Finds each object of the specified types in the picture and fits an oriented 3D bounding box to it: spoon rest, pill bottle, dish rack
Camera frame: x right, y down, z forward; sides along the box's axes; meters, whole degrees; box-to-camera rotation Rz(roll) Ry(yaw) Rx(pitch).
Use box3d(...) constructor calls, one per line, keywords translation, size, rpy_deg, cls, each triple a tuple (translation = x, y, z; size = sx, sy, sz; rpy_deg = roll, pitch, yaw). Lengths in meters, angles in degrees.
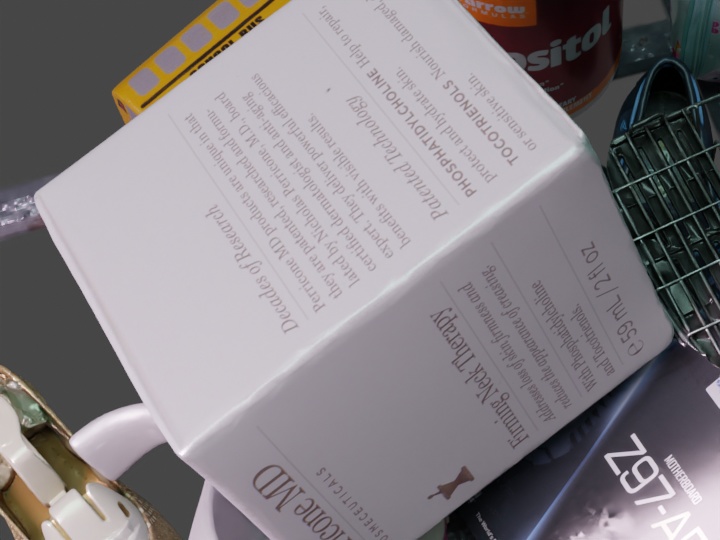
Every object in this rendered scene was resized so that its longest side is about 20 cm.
box3d(translation=(-0.064, 0.122, 0.802), size=(0.061, 0.099, 0.200), rpy_deg=(-44, 47, -4), cls="spoon rest")
box3d(translation=(0.084, -0.169, 0.925), size=(0.112, 0.200, 0.114), rpy_deg=(-3, 63, 6), cls="pill bottle")
box3d(translation=(0.221, -0.032, 0.820), size=(0.198, 0.055, 0.154), rpy_deg=(-23, 60, -2), cls="dish rack")

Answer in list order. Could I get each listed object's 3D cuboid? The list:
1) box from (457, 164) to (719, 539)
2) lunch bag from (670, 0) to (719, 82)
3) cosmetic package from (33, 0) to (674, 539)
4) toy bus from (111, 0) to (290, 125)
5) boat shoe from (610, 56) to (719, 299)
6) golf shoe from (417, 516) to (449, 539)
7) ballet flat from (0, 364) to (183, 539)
box3d(translation=(0.115, 0.074, 0.851), size=(0.160, 0.043, 0.201), rpy_deg=(-41, 65, 18), cls="box")
box3d(translation=(0.212, -0.216, 0.954), size=(0.076, 0.161, 0.202), rpy_deg=(3, 65, 8), cls="lunch bag")
box3d(translation=(0.000, 0.000, 0.773), size=(0.199, 0.168, 0.167), rpy_deg=(-37, 52, 0), cls="cosmetic package")
box3d(translation=(-0.040, -0.131, 1.000), size=(0.200, 0.065, 0.078), rpy_deg=(-42, 64, -13), cls="toy bus")
box3d(translation=(0.151, -0.019, 0.916), size=(0.083, 0.069, 0.202), rpy_deg=(-5, 64, 5), cls="boat shoe")
box3d(translation=(-0.034, 0.074, 0.880), size=(0.091, 0.076, 0.201), rpy_deg=(-16, 59, -28), cls="golf shoe")
box3d(translation=(-0.157, 0.117, 0.892), size=(0.200, 0.065, 0.071), rpy_deg=(39, 77, 23), cls="ballet flat")
